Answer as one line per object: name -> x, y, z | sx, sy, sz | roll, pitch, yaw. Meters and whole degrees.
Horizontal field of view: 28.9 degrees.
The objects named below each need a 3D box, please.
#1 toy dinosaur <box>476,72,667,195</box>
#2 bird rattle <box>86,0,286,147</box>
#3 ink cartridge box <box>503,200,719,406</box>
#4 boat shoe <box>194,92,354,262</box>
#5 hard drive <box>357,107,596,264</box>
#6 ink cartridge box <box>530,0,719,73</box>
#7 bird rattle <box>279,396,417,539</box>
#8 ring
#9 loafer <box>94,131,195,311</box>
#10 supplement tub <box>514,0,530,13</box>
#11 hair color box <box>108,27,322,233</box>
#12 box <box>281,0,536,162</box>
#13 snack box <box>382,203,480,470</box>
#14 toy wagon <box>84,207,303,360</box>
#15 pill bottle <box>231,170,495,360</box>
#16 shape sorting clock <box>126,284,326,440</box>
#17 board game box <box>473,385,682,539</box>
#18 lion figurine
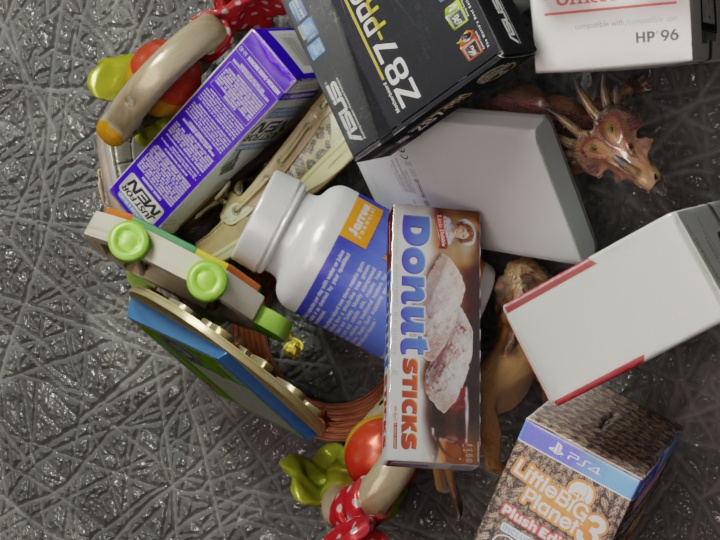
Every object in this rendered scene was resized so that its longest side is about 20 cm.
toy dinosaur -> 0.148, -0.111, 1.081 | 0.199, 0.135, 0.087 | 6, 100, 23
bird rattle -> -0.149, -0.172, 1.199 | 0.199, 0.163, 0.113 | -32, 103, 33
ink cartridge box -> 0.212, 0.019, 1.038 | 0.144, 0.200, 0.084 | -31, 81, 24
boat shoe -> -0.076, -0.076, 1.217 | 0.200, 0.073, 0.063 | -39, 96, 13
hard drive -> 0.081, -0.072, 1.106 | 0.199, 0.026, 0.132 | 11, 139, 42
ink cartridge box -> 0.194, -0.180, 1.015 | 0.115, 0.200, 0.068 | -2, 97, 24
bird rattle -> -0.001, 0.170, 1.149 | 0.112, 0.200, 0.164 | 33, 94, -3
ring -> -0.030, 0.056, 1.248 | 0.199, 0.019, 0.202 | 4, 99, 24
loafer -> -0.205, -0.039, 1.287 | 0.063, 0.072, 0.201 | -22, 91, 32
supplement tub -> 0.049, -0.288, 1.094 | 0.143, 0.144, 0.202 | -11, 93, 25
hair color box -> -0.114, -0.119, 1.210 | 0.200, 0.109, 0.065 | -42, 82, 24
box -> 0.020, -0.204, 1.012 | 0.161, 0.049, 0.201 | -31, 79, 43
snack box -> 0.055, 0.050, 1.069 | 0.071, 0.024, 0.202 | 4, 72, -9
toy wagon -> -0.132, 0.013, 1.158 | 0.199, 0.155, 0.040 | 26, 79, 1
pill bottle -> 0.000, 0.000, 1.144 | 0.199, 0.112, 0.113 | 28, 109, -4
shape sorting clock -> -0.109, 0.073, 1.159 | 0.199, 0.200, 0.039 | 29, 75, 18
board game box -> 0.158, 0.206, 1.110 | 0.096, 0.159, 0.201 | 27, 107, 18
lion figurine -> 0.109, 0.090, 1.118 | 0.072, 0.200, 0.123 | 10, 136, 26
